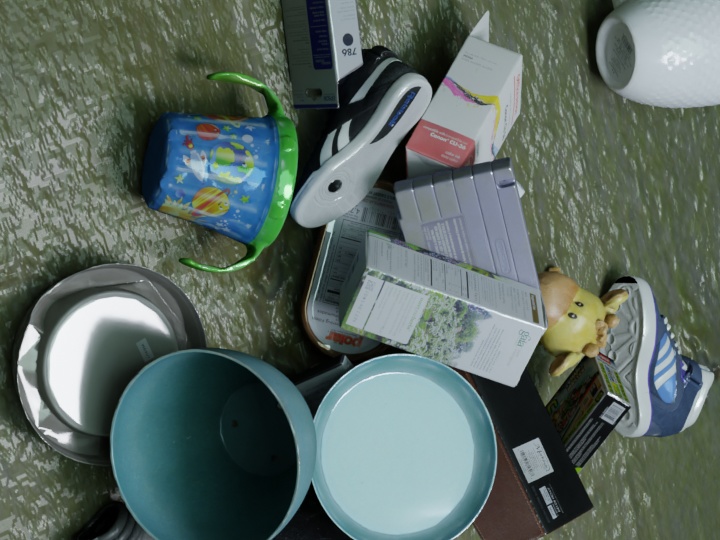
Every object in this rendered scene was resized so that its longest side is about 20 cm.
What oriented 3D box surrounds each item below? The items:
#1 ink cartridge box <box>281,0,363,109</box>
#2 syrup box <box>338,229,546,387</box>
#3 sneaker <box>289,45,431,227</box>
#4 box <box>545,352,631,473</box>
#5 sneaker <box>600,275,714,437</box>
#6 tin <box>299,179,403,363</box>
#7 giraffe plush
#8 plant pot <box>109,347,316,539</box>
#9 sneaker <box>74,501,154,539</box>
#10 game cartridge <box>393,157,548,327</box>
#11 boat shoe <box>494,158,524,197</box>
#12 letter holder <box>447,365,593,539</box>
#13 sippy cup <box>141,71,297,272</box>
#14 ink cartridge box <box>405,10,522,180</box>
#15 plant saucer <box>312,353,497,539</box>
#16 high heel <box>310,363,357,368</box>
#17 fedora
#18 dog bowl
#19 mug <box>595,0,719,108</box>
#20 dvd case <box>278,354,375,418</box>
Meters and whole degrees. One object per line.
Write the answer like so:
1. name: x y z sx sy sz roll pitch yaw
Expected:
1. ink cartridge box: -0.043 -0.268 1.630 0.039 0.099 0.201 -11 101 -31
2. syrup box: 0.084 0.039 1.620 0.199 0.082 0.079 18 119 -10
3. sneaker: -0.020 -0.147 1.667 0.200 0.112 0.073 -49 141 7
4. box: 0.224 0.194 1.779 0.035 0.110 0.200 30 109 -14
5. sneaker: 0.368 0.103 1.931 0.146 0.080 0.201 -4 94 -39
6. tin: 0.000 0.000 1.690 0.112 0.042 0.201 14 87 4
7. giraffe plush: 0.201 0.052 1.769 0.199 0.162 0.173 20 84 -30
8. plant pot: -0.121 0.166 1.527 0.135 0.199 0.201 -15 105 -66
9. sneaker: -0.262 0.321 1.577 0.099 0.071 0.200 38 70 -26
10. game cartridge: 0.115 -0.015 1.652 0.129 0.038 0.201 -9 120 11
11. boat shoe: 0.092 -0.048 1.751 0.200 0.072 0.068 -43 94 -10
12. letter holder: 0.131 0.200 1.700 0.100 0.142 0.201 -15 78 -50
13. sippy cup: -0.145 -0.099 1.575 0.130 0.140 0.178 9 51 -21
14. ink cartridge box: 0.121 -0.168 1.710 0.200 0.067 0.117 -61 164 -23
15. plant saucer: 0.041 0.185 1.601 0.199 0.027 0.201 2 82 -15
16. high heel: 0.033 0.163 1.719 0.200 0.096 0.067 45 72 -26
17. fedora: -0.055 0.263 1.659 0.200 0.092 0.201 0 104 -1
18. dog bowl: -0.252 0.090 1.563 0.199 0.059 0.201 -4 98 -31
19. mug: 0.365 -0.286 1.861 0.175 0.148 0.201 -9 69 -23
20. dvd case: -0.017 0.185 1.678 0.200 0.142 0.018 50 31 -25
